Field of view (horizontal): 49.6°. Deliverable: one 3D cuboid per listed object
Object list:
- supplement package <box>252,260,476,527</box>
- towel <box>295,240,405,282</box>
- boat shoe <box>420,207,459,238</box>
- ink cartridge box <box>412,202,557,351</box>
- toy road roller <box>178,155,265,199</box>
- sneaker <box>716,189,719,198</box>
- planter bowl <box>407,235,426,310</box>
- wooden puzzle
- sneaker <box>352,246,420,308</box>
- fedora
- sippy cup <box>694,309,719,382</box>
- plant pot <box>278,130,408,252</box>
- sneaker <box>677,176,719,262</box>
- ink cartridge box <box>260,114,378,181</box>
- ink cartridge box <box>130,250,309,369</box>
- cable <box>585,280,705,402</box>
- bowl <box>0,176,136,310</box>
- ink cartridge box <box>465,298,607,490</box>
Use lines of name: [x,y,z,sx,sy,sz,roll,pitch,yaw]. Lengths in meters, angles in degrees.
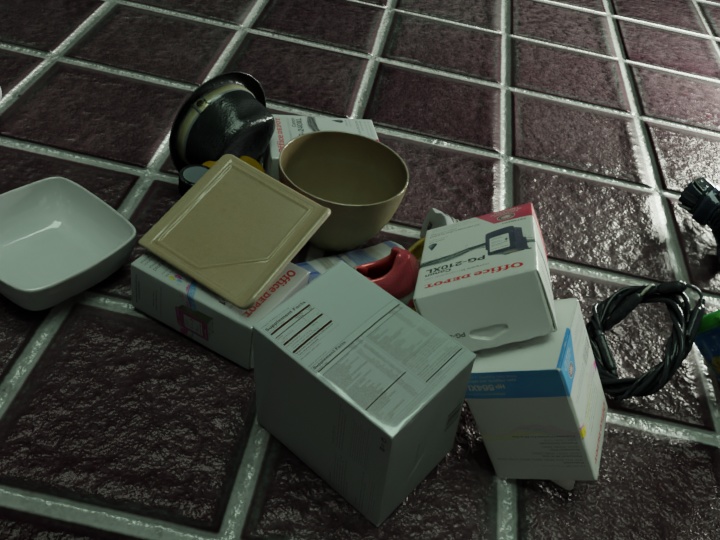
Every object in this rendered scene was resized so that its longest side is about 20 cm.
supplement package: [-0.001,0.138,0.888,0.200,0.192,0.147,35,53,25]
towel: [0.000,0.000,1.157,0.199,0.024,0.147,-13,27,-27]
boat shoe: [0.138,-0.048,1.217,0.065,0.072,0.200,19,10,-7]
ink cartridge box: [0.150,0.007,0.936,0.144,0.085,0.200,-15,22,16]
toy road roller: [-0.175,-0.095,1.177,0.199,0.123,0.146,27,42,17]
sneaker: [0.695,-0.143,1.376,0.199,0.079,0.096,-16,56,-47]
planter bowl: [0.139,0.043,1.094,0.199,0.201,0.083,17,-2,6]
wooden puzzle: [-0.166,-0.054,1.041,0.199,0.037,0.185,28,63,22]
sneaker: [-0.007,0.032,1.020,0.200,0.087,0.074,-32,42,7]
fedora: [-0.207,-0.217,1.258,0.091,0.201,0.200,35,45,29]
sippy cup: [0.549,0.111,1.105,0.177,0.140,0.131,-13,75,-33]
plant pot: [-0.034,-0.109,1.220,0.199,0.135,0.201,6,40,-5]
sneaker: [0.634,-0.091,1.401,0.146,0.077,0.202,40,37,14]
ink cartridge box: [-0.070,-0.197,1.353,0.199,0.084,0.146,0,41,-14]
ink cartridge box: [-0.189,0.026,1.065,0.199,0.085,0.145,27,42,14]
cable: [0.384,0.095,1.094,0.163,0.051,0.201,5,56,45]
bowl: [-0.435,-0.030,1.076,0.199,0.075,0.200,32,43,22]
ink cartridge box: [0.214,0.154,0.936,0.125,0.201,0.129,-6,32,29]
